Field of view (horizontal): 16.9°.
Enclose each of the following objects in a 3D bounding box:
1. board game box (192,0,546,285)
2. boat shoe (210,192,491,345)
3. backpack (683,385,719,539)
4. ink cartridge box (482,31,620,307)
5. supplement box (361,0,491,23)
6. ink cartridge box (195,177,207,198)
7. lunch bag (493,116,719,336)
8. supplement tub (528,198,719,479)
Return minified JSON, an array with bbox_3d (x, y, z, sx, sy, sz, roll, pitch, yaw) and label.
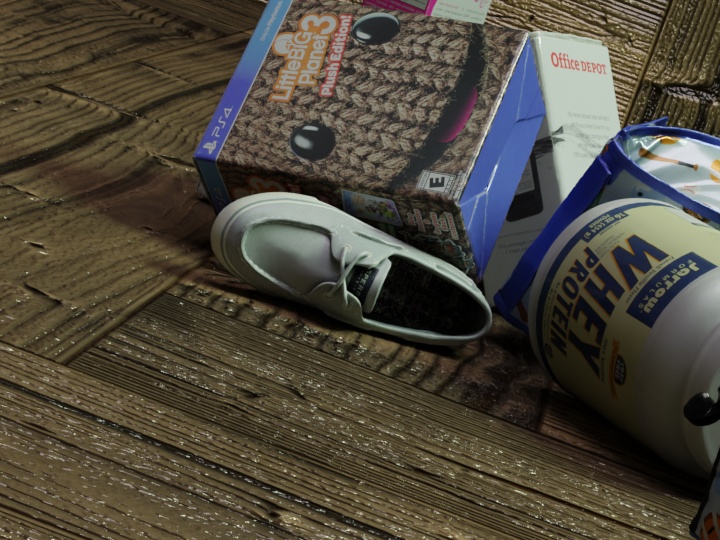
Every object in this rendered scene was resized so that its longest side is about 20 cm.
[{"bbox_3d":[0.010,-0.096,1.720,0.200,0.159,0.097,10,-32,20],"label":"board game box"},{"bbox_3d":[0.000,0.001,1.610,0.201,0.070,0.072,18,4,-24],"label":"boat shoe"},{"bbox_3d":[0.265,0.145,1.147,0.200,0.154,0.190,8,6,-23],"label":"backpack"},{"bbox_3d":[0.146,-0.077,1.892,0.083,0.200,0.145,-11,-4,27],"label":"ink cartridge box"},{"bbox_3d":[0.061,-0.260,2.698,0.103,0.200,0.101,29,13,39],"label":"supplement box"},{"bbox_3d":[-0.006,-0.066,1.897,0.145,0.088,0.200,27,11,36],"label":"ink cartridge box"},{"bbox_3d":[0.215,-0.012,1.731,0.200,0.170,0.124,13,38,-30],"label":"lunch bag"},{"bbox_3d":[0.214,0.047,1.560,0.145,0.145,0.200,13,12,-31],"label":"supplement tub"}]
